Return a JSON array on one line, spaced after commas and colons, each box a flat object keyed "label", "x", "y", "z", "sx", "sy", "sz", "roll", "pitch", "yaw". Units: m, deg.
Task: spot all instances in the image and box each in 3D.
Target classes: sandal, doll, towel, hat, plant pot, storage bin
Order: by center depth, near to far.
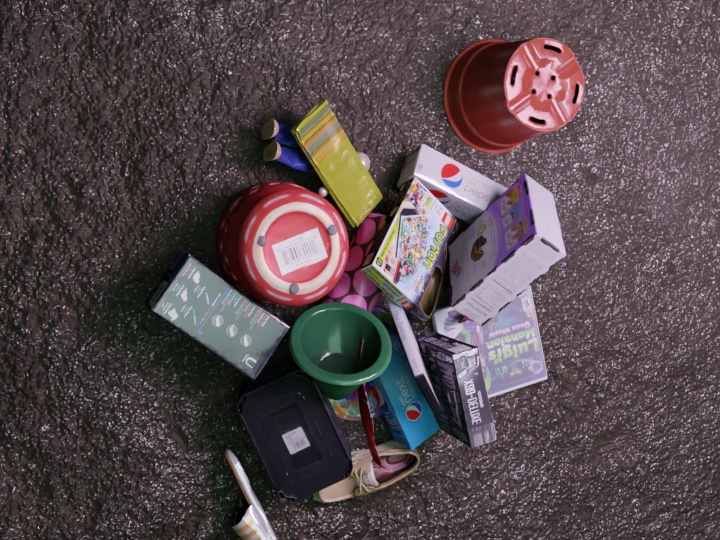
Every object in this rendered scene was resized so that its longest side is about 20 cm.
[{"label": "plant pot", "x": -0.122, "y": -0.044, "z": 1.473, "sx": 0.198, "sy": 0.182, "sz": 0.203, "roll": -1, "pitch": 92, "yaw": -17}, {"label": "hat", "x": -0.038, "y": 0.182, "z": 1.491, "sx": 0.163, "sy": 0.201, "sz": 0.177, "roll": 2, "pitch": 132, "yaw": -7}, {"label": "towel", "x": -0.034, "y": -0.173, "z": 1.510, "sx": 0.086, "sy": 0.018, "sz": 0.201, "roll": -47, "pitch": 119, "yaw": -26}, {"label": "doll", "x": -0.068, "y": -0.188, "z": 1.525, "sx": 0.198, "sy": 0.048, "sz": 0.138, "roll": 8, "pitch": 66, "yaw": -37}, {"label": "storage bin", "x": -0.108, "y": 0.261, "z": 1.529, "sx": 0.134, "sy": 0.094, "sz": 0.202, "roll": -24, "pitch": 100, "yaw": 0}, {"label": "sandal", "x": -0.196, "y": 0.399, "z": 1.540, "sx": 0.059, "sy": 0.079, "sz": 0.209, "roll": -26, "pitch": 93, "yaw": -12}, {"label": "plant pot", "x": 0.268, "y": -0.305, "z": 1.566, "sx": 0.198, "sy": 0.195, "sz": 0.204, "roll": -1, "pitch": 95, "yaw": -18}]

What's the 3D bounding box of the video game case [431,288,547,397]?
[{"label": "video game case", "x": 0.236, "y": 0.137, "z": 1.680, "sx": 0.198, "sy": 0.023, "sz": 0.184, "roll": -15, "pitch": 99, "yaw": -16}]

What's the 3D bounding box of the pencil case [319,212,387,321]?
[{"label": "pencil case", "x": 0.000, "y": 0.000, "z": 1.563, "sx": 0.091, "sy": 0.093, "sz": 0.202, "roll": 35, "pitch": 79, "yaw": -42}]

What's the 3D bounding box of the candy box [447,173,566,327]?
[{"label": "candy box", "x": 0.236, "y": -0.033, "z": 1.528, "sx": 0.071, "sy": 0.169, "sz": 0.200, "roll": 32, "pitch": 124, "yaw": -21}]

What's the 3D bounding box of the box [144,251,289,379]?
[{"label": "box", "x": -0.230, "y": 0.070, "z": 1.475, "sx": 0.199, "sy": 0.122, "sz": 0.107, "roll": 37, "pitch": 83, "yaw": -16}]

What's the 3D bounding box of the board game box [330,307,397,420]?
[{"label": "board game box", "x": 0.008, "y": 0.164, "z": 1.600, "sx": 0.156, "sy": 0.039, "sz": 0.203, "roll": 10, "pitch": 91, "yaw": -18}]

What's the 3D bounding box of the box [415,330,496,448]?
[{"label": "box", "x": 0.153, "y": 0.197, "z": 1.565, "sx": 0.049, "sy": 0.200, "sz": 0.160, "roll": -15, "pitch": 98, "yaw": -16}]

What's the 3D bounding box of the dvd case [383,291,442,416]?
[{"label": "dvd case", "x": 0.084, "y": 0.125, "z": 1.520, "sx": 0.017, "sy": 0.201, "sz": 0.143, "roll": -23, "pitch": 142, "yaw": 4}]

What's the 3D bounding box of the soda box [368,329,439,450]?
[{"label": "soda box", "x": 0.062, "y": 0.202, "z": 1.578, "sx": 0.067, "sy": 0.064, "sz": 0.202, "roll": -33, "pitch": 114, "yaw": -21}]

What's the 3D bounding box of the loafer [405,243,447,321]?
[{"label": "loafer", "x": 0.123, "y": -0.010, "z": 1.607, "sx": 0.072, "sy": 0.072, "sz": 0.203, "roll": 4, "pitch": 92, "yaw": -17}]

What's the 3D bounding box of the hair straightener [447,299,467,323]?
[{"label": "hair straightener", "x": 0.235, "y": 0.011, "z": 1.650, "sx": 0.199, "sy": 0.041, "sz": 0.077, "roll": -33, "pitch": 82, "yaw": -15}]

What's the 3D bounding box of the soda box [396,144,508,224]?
[{"label": "soda box", "x": 0.167, "y": -0.141, "z": 1.606, "sx": 0.198, "sy": 0.068, "sz": 0.064, "roll": 24, "pitch": 67, "yaw": -18}]

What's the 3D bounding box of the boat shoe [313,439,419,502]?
[{"label": "boat shoe", "x": 0.011, "y": 0.349, "z": 1.602, "sx": 0.198, "sy": 0.066, "sz": 0.075, "roll": -23, "pitch": 101, "yaw": -15}]

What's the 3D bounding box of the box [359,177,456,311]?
[{"label": "box", "x": 0.081, "y": -0.045, "z": 1.515, "sx": 0.110, "sy": 0.035, "sz": 0.201, "roll": 41, "pitch": 52, "yaw": -21}]
